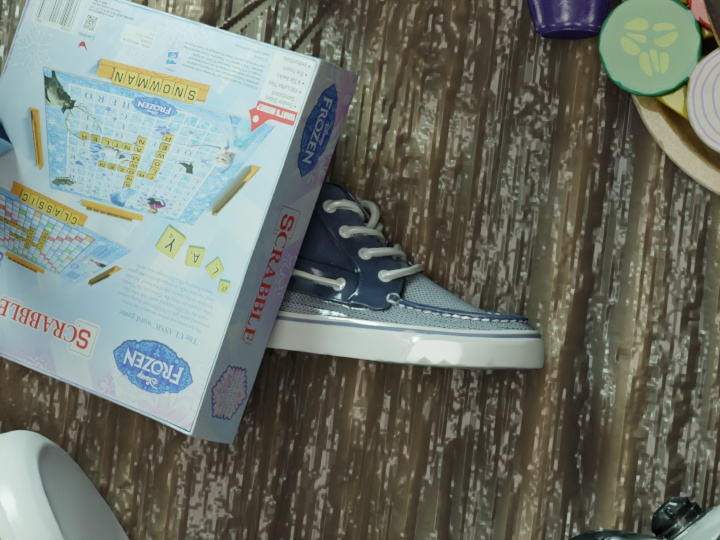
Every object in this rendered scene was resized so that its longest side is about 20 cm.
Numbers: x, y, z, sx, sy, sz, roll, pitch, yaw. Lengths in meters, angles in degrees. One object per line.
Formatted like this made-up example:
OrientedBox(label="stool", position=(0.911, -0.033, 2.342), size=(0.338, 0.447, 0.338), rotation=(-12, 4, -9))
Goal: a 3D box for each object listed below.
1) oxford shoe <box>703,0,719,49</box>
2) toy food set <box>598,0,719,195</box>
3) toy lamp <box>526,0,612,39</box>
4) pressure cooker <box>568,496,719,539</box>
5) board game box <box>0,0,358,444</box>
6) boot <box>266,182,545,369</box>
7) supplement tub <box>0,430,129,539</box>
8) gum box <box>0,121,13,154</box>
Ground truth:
OrientedBox(label="oxford shoe", position=(0.194, -0.147, 1.393), size=(0.071, 0.073, 0.200), rotation=(-31, 81, 8))
OrientedBox(label="toy food set", position=(0.228, -0.120, 1.447), size=(0.200, 0.049, 0.198), rotation=(34, 93, 11))
OrientedBox(label="toy lamp", position=(0.107, -0.220, 1.475), size=(0.058, 0.058, 0.200), rotation=(0, 86, 12))
OrientedBox(label="pressure cooker", position=(0.166, 0.204, 1.367), size=(0.200, 0.179, 0.176), rotation=(48, 121, 1))
OrientedBox(label="board game box", position=(-0.118, -0.035, 1.481), size=(0.200, 0.041, 0.200), rotation=(20, 91, 34))
OrientedBox(label="boot", position=(0.000, 0.000, 1.472), size=(0.200, 0.073, 0.090), rotation=(6, 89, 14))
OrientedBox(label="supplement tub", position=(-0.220, 0.185, 1.471), size=(0.200, 0.140, 0.140), rotation=(-30, 81, 8))
OrientedBox(label="gum box", position=(-0.258, -0.153, 1.445), size=(0.045, 0.170, 0.200), rotation=(-26, 78, 8))
